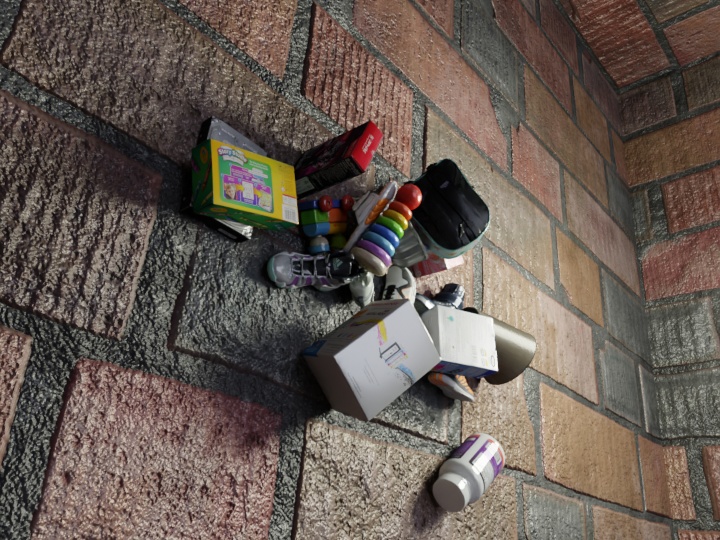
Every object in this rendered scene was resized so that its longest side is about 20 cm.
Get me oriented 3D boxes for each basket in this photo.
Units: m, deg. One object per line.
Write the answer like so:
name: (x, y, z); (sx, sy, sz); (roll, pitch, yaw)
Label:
basket: (0.332, 0.189, 1.629); (0.200, 0.180, 0.136); (35, 26, -30)

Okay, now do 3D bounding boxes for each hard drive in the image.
hard drive: (-0.248, -0.169, 1.151); (0.139, 0.038, 0.201); (32, 53, -40)

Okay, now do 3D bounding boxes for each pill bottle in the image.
pill bottle: (0.253, 0.476, 1.458); (0.200, 0.111, 0.112); (-24, 95, -51)

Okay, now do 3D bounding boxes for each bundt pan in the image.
bundt pan: (0.070, -0.090, 1.418); (0.203, 0.076, 0.202); (57, 0, 0)

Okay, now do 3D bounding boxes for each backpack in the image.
backpack: (0.197, -0.127, 1.441); (0.175, 0.153, 0.200); (-37, 72, -13)

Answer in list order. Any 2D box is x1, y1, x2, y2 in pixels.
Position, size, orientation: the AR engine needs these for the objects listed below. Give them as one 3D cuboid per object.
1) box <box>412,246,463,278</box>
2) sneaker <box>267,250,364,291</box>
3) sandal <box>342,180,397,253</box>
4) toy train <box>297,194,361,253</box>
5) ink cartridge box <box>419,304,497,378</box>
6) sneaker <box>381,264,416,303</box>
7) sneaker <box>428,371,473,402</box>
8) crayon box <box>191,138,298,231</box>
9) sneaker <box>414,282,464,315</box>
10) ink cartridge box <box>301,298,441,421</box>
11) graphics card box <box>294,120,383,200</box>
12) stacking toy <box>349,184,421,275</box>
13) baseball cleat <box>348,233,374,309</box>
box: (0.176, -0.095, 1.586); (0.094, 0.102, 0.201); (-17, 89, -51)
sneaker: (-0.074, -0.010, 1.218); (0.199, 0.139, 0.078); (4, 74, -50)
sandal: (0.001, -0.111, 1.303); (0.059, 0.207, 0.079); (36, 3, 14)
toy train: (-0.048, -0.101, 1.340); (0.199, 0.084, 0.117); (-9, 94, -52)
ink cartridge box: (0.242, 0.172, 1.446); (0.199, 0.076, 0.137); (13, 61, -25)
sneaker: (0.079, 0.075, 1.429); (0.080, 0.073, 0.201); (20, 61, -43)
sneaker: (0.238, 0.248, 1.523); (0.200, 0.077, 0.113); (47, 55, -49)
crayon box: (-0.205, -0.149, 1.119); (0.199, 0.058, 0.120); (11, 68, -48)
sneaker: (0.192, 0.075, 1.549); (0.202, 0.077, 0.147); (48, 55, -42)
ink cartridge box: (0.022, 0.167, 1.212); (0.200, 0.147, 0.145); (-34, 102, -27)
graphics card box: (-0.058, -0.223, 1.271); (0.051, 0.199, 0.126); (49, 45, -27)
stacking toy: (0.063, -0.091, 1.284); (0.085, 0.085, 0.201); (41, 75, -33)
baseball cleat: (0.000, 0.000, 1.378); (0.201, 0.069, 0.107); (-81, 170, -47)
